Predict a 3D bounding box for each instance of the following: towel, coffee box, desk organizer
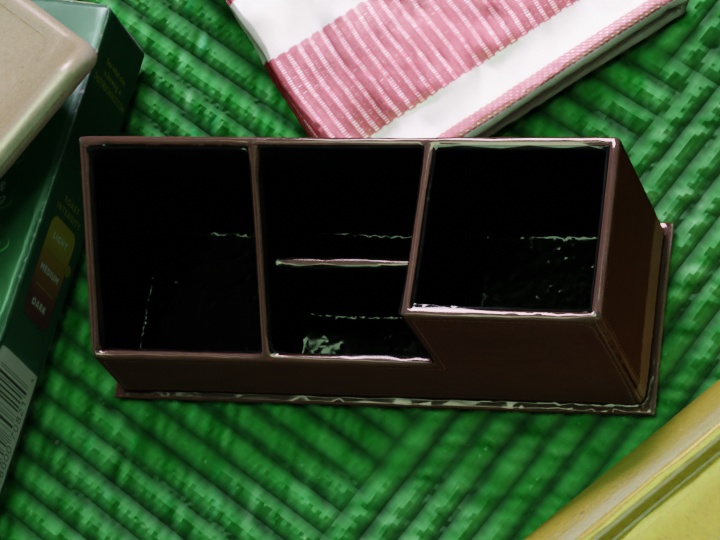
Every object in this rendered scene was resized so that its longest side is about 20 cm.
[{"bbox_3d":[0.013,-0.131,1.096,0.144,0.023,0.200,-33,62,-1],"label":"towel"},{"bbox_3d":[-0.164,-0.008,1.084,0.122,0.044,0.201,6,69,23],"label":"coffee box"},{"bbox_3d":[0.000,0.000,1.007,0.199,0.077,0.072,1,67,19],"label":"desk organizer"}]

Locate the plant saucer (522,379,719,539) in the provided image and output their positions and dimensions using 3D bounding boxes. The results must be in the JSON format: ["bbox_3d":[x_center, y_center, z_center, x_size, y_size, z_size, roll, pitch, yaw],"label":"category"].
[{"bbox_3d":[0.151,0.111,0.924,0.200,0.048,0.200,-39,61,-1],"label":"plant saucer"}]

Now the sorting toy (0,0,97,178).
[{"bbox_3d":[-0.208,-0.048,1.077,0.200,0.036,0.185,36,83,36],"label":"sorting toy"}]
